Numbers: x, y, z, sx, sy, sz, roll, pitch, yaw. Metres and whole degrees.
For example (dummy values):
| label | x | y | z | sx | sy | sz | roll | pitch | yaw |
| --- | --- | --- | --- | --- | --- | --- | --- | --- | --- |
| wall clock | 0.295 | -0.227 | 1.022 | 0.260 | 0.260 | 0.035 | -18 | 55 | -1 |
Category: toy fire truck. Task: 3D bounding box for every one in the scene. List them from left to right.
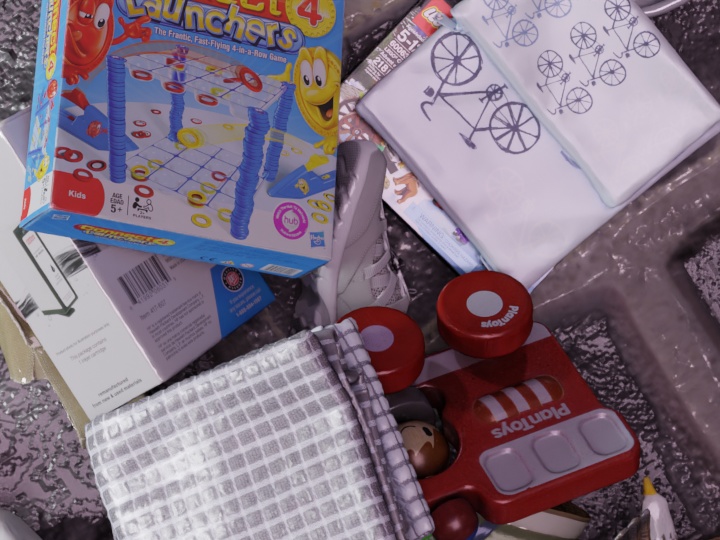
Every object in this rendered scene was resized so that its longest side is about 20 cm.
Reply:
| label | x | y | z | sx | sy | sz | roll | pitch | yaw |
| --- | --- | --- | --- | --- | --- | --- | --- | --- | --- |
| toy fire truck | 0.068 | 0.105 | 1.475 | 0.200 | 0.168 | 0.112 | -19 | 137 | -17 |

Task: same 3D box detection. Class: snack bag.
| label | x | y | z | sx | sy | sz | roll | pitch | yaw |
| --- | --- | --- | --- | --- | --- | --- | --- | --- | --- |
| snack bag | 0.121 | -0.110 | 1.503 | 0.200 | 0.021 | 0.189 | -39 | 99 | 4 |

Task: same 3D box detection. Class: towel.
| label | x | y | z | sx | sy | sz | roll | pitch | yaw |
| --- | --- | --- | --- | --- | --- | --- | --- | --- | --- |
| towel | -0.069 | 0.139 | 1.412 | 0.200 | 0.086 | 0.166 | -25 | 76 | 19 |

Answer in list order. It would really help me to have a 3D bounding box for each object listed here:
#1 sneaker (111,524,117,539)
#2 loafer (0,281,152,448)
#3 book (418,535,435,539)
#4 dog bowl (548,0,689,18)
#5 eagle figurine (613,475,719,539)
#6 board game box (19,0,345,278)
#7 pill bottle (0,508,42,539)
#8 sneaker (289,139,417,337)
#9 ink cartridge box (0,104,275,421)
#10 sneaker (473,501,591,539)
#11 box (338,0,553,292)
| label | x | y | z | sx | sy | sz | roll | pitch | yaw |
| --- | --- | --- | --- | --- | --- | --- | --- | --- | --- |
| sneaker | -0.115 | 0.238 | 1.512 | 0.114 | 0.075 | 0.200 | 5 | 97 | 32 |
| loafer | -0.226 | 0.045 | 1.522 | 0.067 | 0.076 | 0.200 | -44 | 95 | -8 |
| book | 0.005 | 0.264 | 1.520 | 0.133 | 0.048 | 0.200 | -2 | 101 | 37 |
| dog bowl | 0.172 | -0.272 | 1.541 | 0.200 | 0.079 | 0.200 | 0 | 92 | -5 |
| eagle figurine | 0.213 | 0.215 | 1.503 | 0.152 | 0.200 | 0.151 | -42 | 95 | -2 |
| board game box | -0.112 | -0.109 | 1.433 | 0.200 | 0.056 | 0.196 | 10 | 73 | -26 |
| pill bottle | -0.288 | 0.270 | 1.506 | 0.200 | 0.114 | 0.114 | -41 | 95 | -2 |
| sneaker | 0.000 | 0.000 | 1.534 | 0.082 | 0.075 | 0.200 | -1 | 118 | -18 |
| ink cartridge box | -0.171 | -0.023 | 1.484 | 0.084 | 0.146 | 0.200 | -29 | 94 | 38 |
| sneaker | 0.058 | 0.192 | 1.555 | 0.200 | 0.067 | 0.090 | 13 | 97 | -2 |
| box | 0.076 | -0.084 | 1.553 | 0.200 | 0.038 | 0.137 | 43 | 89 | -5 |
